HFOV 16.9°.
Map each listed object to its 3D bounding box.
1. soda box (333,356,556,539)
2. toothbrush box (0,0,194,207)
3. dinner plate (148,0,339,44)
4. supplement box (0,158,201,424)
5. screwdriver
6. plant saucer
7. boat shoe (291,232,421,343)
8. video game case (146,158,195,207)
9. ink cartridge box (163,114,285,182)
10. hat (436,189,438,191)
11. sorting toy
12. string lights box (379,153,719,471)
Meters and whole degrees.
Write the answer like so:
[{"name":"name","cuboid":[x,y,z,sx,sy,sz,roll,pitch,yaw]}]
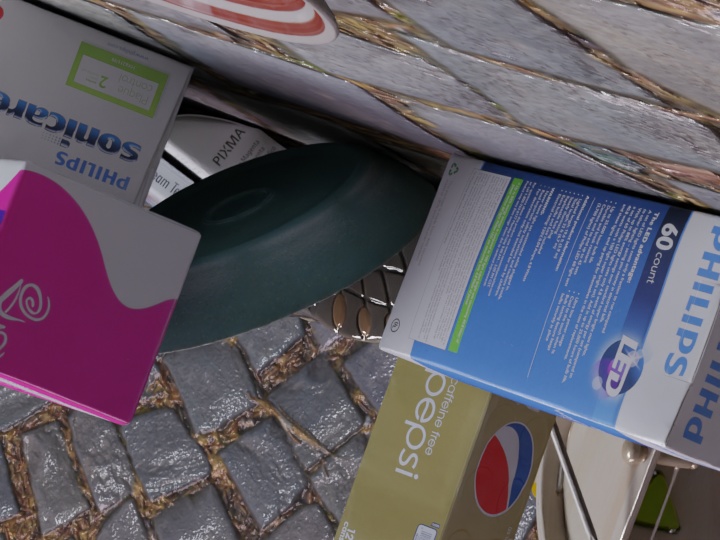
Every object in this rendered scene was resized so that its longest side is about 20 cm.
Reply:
[{"name":"soda box","cuboid":[0.060,0.059,1.228,0.064,0.201,0.068,18,177,37]},{"name":"toothbrush box","cuboid":[-0.176,-0.088,1.304,0.145,0.086,0.200,21,177,-6]},{"name":"dinner plate","cuboid":[-0.097,-0.120,0.771,0.199,0.024,0.200,20,177,1]},{"name":"supplement box","cuboid":[-0.175,0.005,1.219,0.103,0.102,0.200,24,172,-28]},{"name":"screwdriver","cuboid":[0.089,0.055,1.290,0.029,0.201,0.028,-14,177,-21]},{"name":"plant saucer","cuboid":[-0.059,-0.020,1.270,0.200,0.200,0.036,16,132,60]},{"name":"boat shoe","cuboid":[0.000,0.000,1.347,0.073,0.075,0.200,7,-176,-44]},{"name":"video game case","cuboid":[-0.144,-0.065,1.558,0.182,0.024,0.200,37,176,10]},{"name":"ink cartridge box","cuboid":[-0.103,-0.083,1.497,0.200,0.057,0.163,42,174,-7]},{"name":"hat","cuboid":[0.072,0.009,1.416,0.200,0.081,0.201,20,178,1]},{"name":"sorting toy","cuboid":[0.204,0.093,1.351,0.179,0.201,0.107,10,-159,-23]},{"name":"string lights box","cuboid":[0.104,0.017,1.100,0.059,0.103,0.200,23,176,-39]}]
